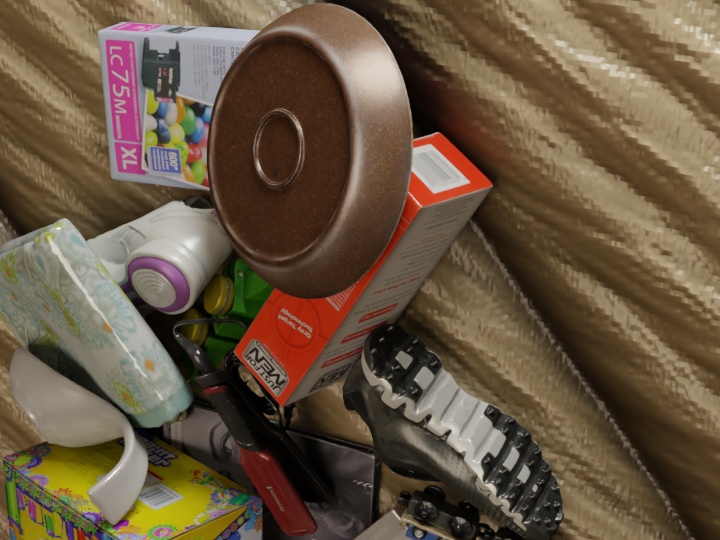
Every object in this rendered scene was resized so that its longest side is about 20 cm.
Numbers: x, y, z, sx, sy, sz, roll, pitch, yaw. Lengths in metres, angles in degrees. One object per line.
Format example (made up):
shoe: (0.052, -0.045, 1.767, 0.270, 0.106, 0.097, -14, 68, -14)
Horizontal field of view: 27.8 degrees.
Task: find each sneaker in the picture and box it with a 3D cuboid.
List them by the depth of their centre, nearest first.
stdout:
sneaker: (0.064, 0.130, 1.081, 0.200, 0.067, 0.091, 43, 138, -1)
sneaker: (-0.162, -0.008, 1.150, 0.199, 0.100, 0.075, -4, 127, 51)

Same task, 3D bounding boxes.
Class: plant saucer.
plant saucer: (-0.045, -0.081, 0.983, 0.199, 0.034, 0.202, 1, 92, 46)

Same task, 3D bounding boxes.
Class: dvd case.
dvd case: (-0.078, 0.193, 1.206, 0.199, 0.016, 0.150, 13, 114, 24)

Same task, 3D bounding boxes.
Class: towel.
towel: (-0.223, 0.048, 1.150, 0.172, 0.048, 0.200, 54, 153, -14)

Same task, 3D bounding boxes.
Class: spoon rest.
spoon rest: (-0.221, 0.122, 1.150, 0.200, 0.060, 0.100, 38, 160, 48)

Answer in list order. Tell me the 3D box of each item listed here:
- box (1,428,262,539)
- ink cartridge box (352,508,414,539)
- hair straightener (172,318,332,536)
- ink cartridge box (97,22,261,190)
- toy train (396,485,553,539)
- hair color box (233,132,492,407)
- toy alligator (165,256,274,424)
box: (-0.186, 0.254, 1.188, 0.199, 0.121, 0.194, 21, 119, 43)
ink cartridge box: (0.030, 0.297, 1.169, 0.176, 0.045, 0.200, 50, 122, 3)
hair straightener: (-0.081, 0.110, 1.125, 0.041, 0.077, 0.201, -17, 118, 36)
ink cartridge box: (-0.104, -0.120, 1.092, 0.198, 0.042, 0.120, 7, 112, 24)
toy train: (0.117, 0.216, 1.083, 0.199, 0.034, 0.046, 24, 118, 8)
hair color box: (0.000, 0.000, 1.038, 0.061, 0.101, 0.201, 45, 122, 18)
toy alligator: (-0.115, 0.045, 1.154, 0.200, 0.059, 0.055, -50, 38, 37)
